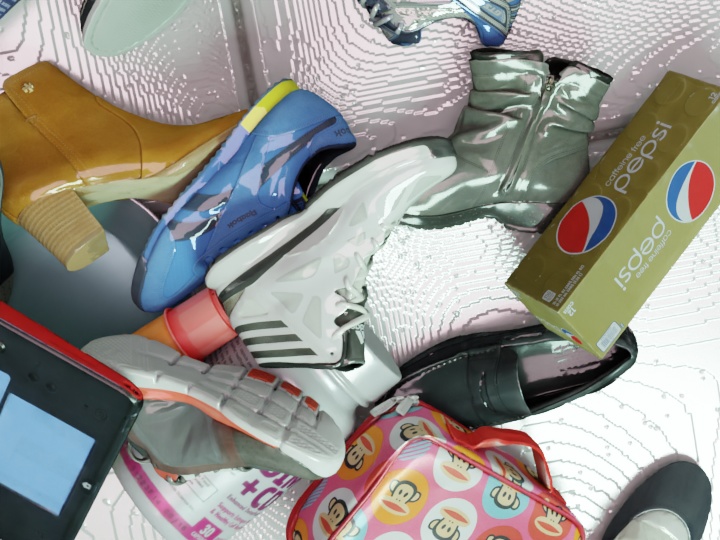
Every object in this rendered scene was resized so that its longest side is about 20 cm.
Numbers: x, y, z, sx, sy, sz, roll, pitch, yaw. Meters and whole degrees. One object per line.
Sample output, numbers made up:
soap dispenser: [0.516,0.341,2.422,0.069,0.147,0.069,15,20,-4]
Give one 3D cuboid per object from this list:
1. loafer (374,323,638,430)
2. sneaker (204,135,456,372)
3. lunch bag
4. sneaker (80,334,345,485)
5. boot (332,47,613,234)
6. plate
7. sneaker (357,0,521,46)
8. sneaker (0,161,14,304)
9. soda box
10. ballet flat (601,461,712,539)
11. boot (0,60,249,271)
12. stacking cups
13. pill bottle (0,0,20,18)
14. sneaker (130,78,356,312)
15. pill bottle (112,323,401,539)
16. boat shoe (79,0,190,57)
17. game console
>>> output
loafer: [0.107,0.077,1.397,0.199,0.070,0.069,-16,99,2]
sneaker: [0.000,0.000,1.293,0.200,0.076,0.116,-33,78,16]
lunch bag: [0.063,0.185,1.381,0.199,0.082,0.177,34,100,-30]
sneaker: [-0.104,0.110,1.300,0.199,0.077,0.083,21,112,18]
boot: [0.077,-0.099,1.364,0.198,0.068,0.132,2,107,-10]
plate: [-0.219,0.029,1.407,0.198,0.026,0.202,0,100,0]
sneaker: [0.022,-0.202,1.348,0.198,0.077,0.086,11,104,-2]
sneaker: [-0.319,-0.040,1.302,0.145,0.203,0.077,19,56,5]
soda box: [0.196,-0.042,1.349,0.200,0.068,0.064,-51,127,-6]
ballet flat: [0.200,0.234,1.427,0.073,0.073,0.200,37,97,-7]
boot: [-0.178,-0.103,1.363,0.201,0.071,0.144,-34,72,-21]
stacking cups: [-0.175,0.076,1.367,0.199,0.061,0.061,-33,99,9]
pill bottle: [-0.289,-0.215,1.321,0.200,0.111,0.111,-42,98,6]
sneaker: [-0.083,-0.038,1.344,0.078,0.066,0.200,41,96,14]
pill bottle: [-0.075,0.104,1.377,0.200,0.113,0.114,-40,98,6]
boat shoe: [-0.138,-0.241,1.346,0.200,0.075,0.060,-47,59,16]
game console: [-0.254,0.104,1.308,0.176,0.031,0.201,32,130,2]
